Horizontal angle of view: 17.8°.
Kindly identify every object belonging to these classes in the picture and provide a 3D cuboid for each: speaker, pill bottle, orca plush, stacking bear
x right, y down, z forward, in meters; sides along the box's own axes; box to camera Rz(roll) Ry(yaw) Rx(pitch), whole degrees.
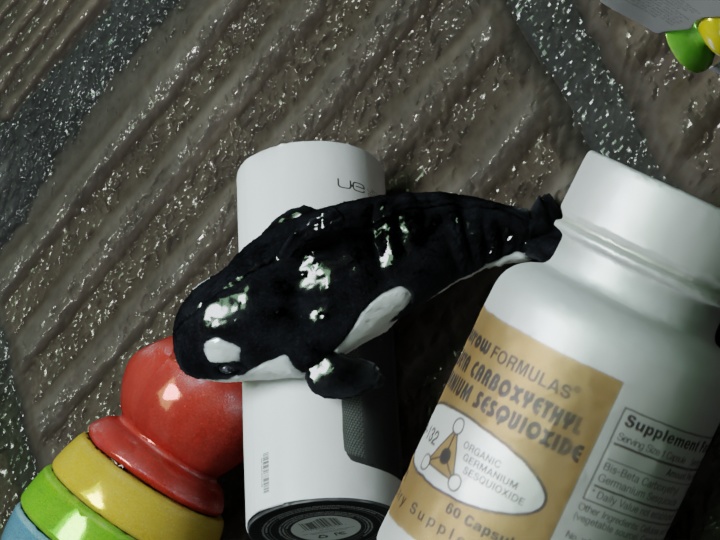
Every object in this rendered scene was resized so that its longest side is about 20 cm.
[{"bbox_3d":[-0.022,0.037,1.166,0.081,0.081,0.201,-27,54,39],"label":"speaker"},{"bbox_3d":[0.097,0.056,0.999,0.114,0.114,0.200,31,98,50],"label":"pill bottle"},{"bbox_3d":[0.000,0.000,1.092,0.199,0.071,0.106,-6,64,11],"label":"orca plush"},{"bbox_3d":[-0.122,0.124,1.216,0.200,0.121,0.114,-58,39,2],"label":"stacking bear"}]

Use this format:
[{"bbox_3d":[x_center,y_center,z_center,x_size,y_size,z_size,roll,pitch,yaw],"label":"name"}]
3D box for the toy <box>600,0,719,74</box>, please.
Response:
[{"bbox_3d":[0.211,-0.134,0.950,0.200,0.115,0.047,-21,55,42],"label":"toy"}]
